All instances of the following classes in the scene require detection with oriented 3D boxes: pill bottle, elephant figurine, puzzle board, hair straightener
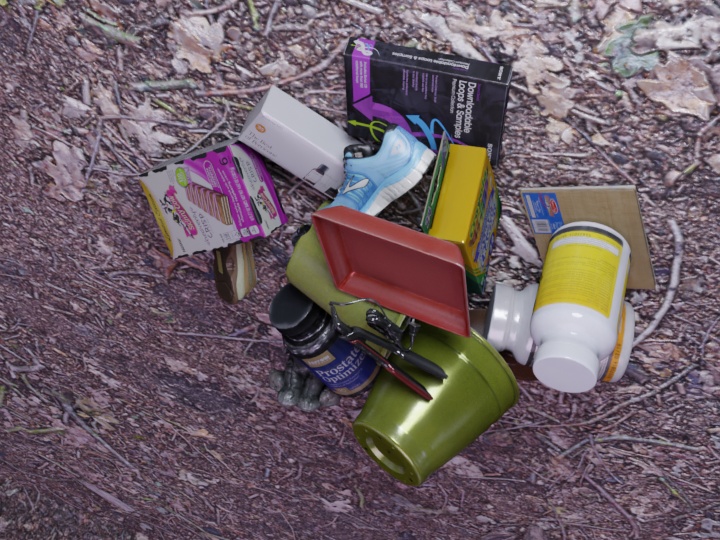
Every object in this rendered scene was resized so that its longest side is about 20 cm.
[{"bbox_3d":[-0.053,0.103,1.559,0.110,0.114,0.200,-6,144,34],"label":"pill bottle"},{"bbox_3d":[-0.081,0.121,1.694,0.139,0.155,0.204,-4,111,-18],"label":"elephant figurine"},{"bbox_3d":[0.305,-0.044,1.339,0.148,0.018,0.201,2,142,27],"label":"puzzle board"},{"bbox_3d":[0.041,0.089,1.321,0.199,0.077,0.041,37,-176,-20],"label":"hair straightener"},{"bbox_3d":[0.278,0.084,1.429,0.196,0.118,0.117,11,147,3],"label":"pill bottle"},{"bbox_3d":[0.277,0.047,1.284,0.110,0.202,0.113,14,147,9],"label":"pill bottle"}]

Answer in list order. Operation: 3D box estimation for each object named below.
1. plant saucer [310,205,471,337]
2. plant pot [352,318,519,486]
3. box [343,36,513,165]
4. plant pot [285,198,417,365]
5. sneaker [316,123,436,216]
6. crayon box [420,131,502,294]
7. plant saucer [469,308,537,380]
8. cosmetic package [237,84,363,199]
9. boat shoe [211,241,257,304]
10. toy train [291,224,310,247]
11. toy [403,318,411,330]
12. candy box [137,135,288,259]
[{"bbox_3d":[0.048,-0.004,1.240,0.196,0.037,0.201,20,157,18],"label":"plant saucer"},{"bbox_3d":[0.094,0.195,1.449,0.199,0.193,0.202,35,155,19],"label":"plant pot"},{"bbox_3d":[0.079,-0.201,1.213,0.196,0.037,0.144,11,147,10],"label":"box"},{"bbox_3d":[0.000,0.000,1.428,0.182,0.202,0.201,29,148,5],"label":"plant pot"},{"bbox_3d":[0.005,-0.118,1.281,0.090,0.079,0.199,48,126,-8],"label":"sneaker"},{"bbox_3d":[0.130,-0.067,1.254,0.051,0.128,0.200,9,161,19],"label":"crayon box"},{"bbox_3d":[0.233,0.124,1.574,0.197,0.037,0.201,18,156,8],"label":"plant saucer"},{"bbox_3d":[-0.057,-0.156,1.338,0.198,0.051,0.082,31,144,-17],"label":"cosmetic package"},{"bbox_3d":[-0.189,-0.049,1.551,0.071,0.076,0.203,31,135,33],"label":"boat shoe"},{"bbox_3d":[-0.027,0.009,1.532,0.046,0.034,0.200,-36,101,29],"label":"toy train"},{"bbox_3d":[0.055,0.056,1.575,0.200,0.047,0.115,47,129,-9],"label":"toy"},{"bbox_3d":[-0.212,-0.103,1.439,0.197,0.061,0.139,-11,107,39],"label":"candy box"}]
